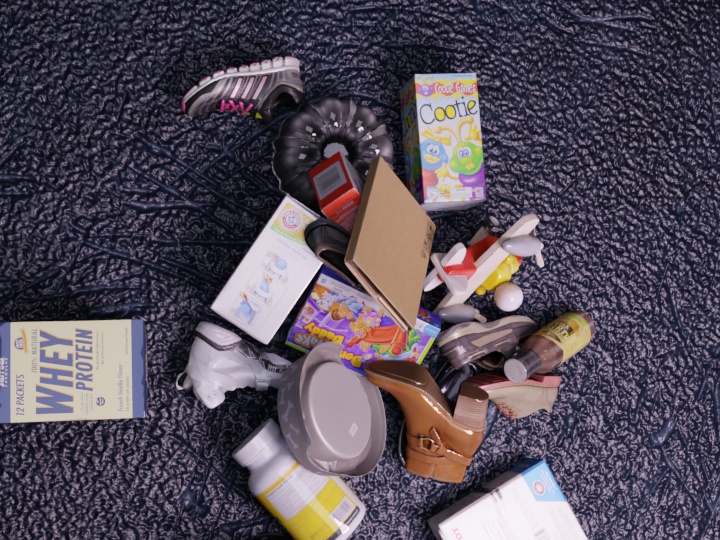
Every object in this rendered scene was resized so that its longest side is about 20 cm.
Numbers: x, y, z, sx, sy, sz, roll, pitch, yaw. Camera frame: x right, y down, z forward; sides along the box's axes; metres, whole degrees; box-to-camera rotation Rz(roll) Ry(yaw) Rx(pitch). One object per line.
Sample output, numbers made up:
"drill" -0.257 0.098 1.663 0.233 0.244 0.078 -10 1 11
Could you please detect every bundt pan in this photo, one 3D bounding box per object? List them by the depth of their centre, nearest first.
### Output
"bundt pan" -0.037 -0.181 1.670 0.201 0.076 0.203 1 84 -12

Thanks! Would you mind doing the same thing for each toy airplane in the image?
"toy airplane" 0.189 0.007 1.631 0.199 0.200 0.141 -41 80 -11

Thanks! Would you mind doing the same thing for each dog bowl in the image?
"dog bowl" -0.044 0.208 1.566 0.200 0.059 0.201 30 50 -44

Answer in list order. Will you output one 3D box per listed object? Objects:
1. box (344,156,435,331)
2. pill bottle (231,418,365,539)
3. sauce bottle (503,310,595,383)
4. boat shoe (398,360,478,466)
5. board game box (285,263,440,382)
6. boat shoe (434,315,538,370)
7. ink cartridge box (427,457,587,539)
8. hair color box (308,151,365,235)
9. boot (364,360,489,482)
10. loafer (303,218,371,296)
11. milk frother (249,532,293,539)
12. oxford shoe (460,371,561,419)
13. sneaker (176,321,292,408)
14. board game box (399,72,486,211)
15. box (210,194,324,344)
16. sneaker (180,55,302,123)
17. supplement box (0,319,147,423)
"box" 0.045 -0.039 1.526 0.164 0.021 0.200 48 41 -36
"pill bottle" -0.095 0.320 1.589 0.112 0.112 0.200 -43 93 -12
"sauce bottle" 0.293 0.121 1.660 0.200 0.065 0.065 -27 90 -47
"boat shoe" 0.122 0.220 1.667 0.075 0.062 0.200 34 81 -8
"board game box" 0.004 0.091 1.632 0.200 0.045 0.135 25 114 -7
"boat shoe" 0.201 0.119 1.660 0.200 0.074 0.074 -5 70 -35
"ink cartridge box" 0.225 0.403 1.656 0.200 0.084 0.146 -28 90 -11
"hair color box" 0.010 -0.071 1.600 0.064 0.111 0.200 -33 127 10
"boot" 0.087 0.227 1.611 0.199 0.077 0.156 16 113 5
"loafer" 0.000 0.000 1.539 0.200 0.063 0.072 32 116 -30
"milk frother" -0.124 0.499 1.527 0.180 0.188 0.200 -30 91 -11
"oxford shoe" 0.236 0.197 1.659 0.199 0.070 0.075 2 95 -35
"sneaker" -0.176 0.167 1.611 0.200 0.075 0.115 27 82 -3
"board game box" 0.129 -0.200 1.689 0.105 0.103 0.201 -4 85 -11
"box" -0.125 -0.005 1.600 0.101 0.112 0.200 34 91 -6
"sneaker" -0.175 -0.265 1.652 0.199 0.074 0.088 -19 82 -17
"supplement box" -0.401 0.141 1.504 0.199 0.200 0.135 -1 85 -11
